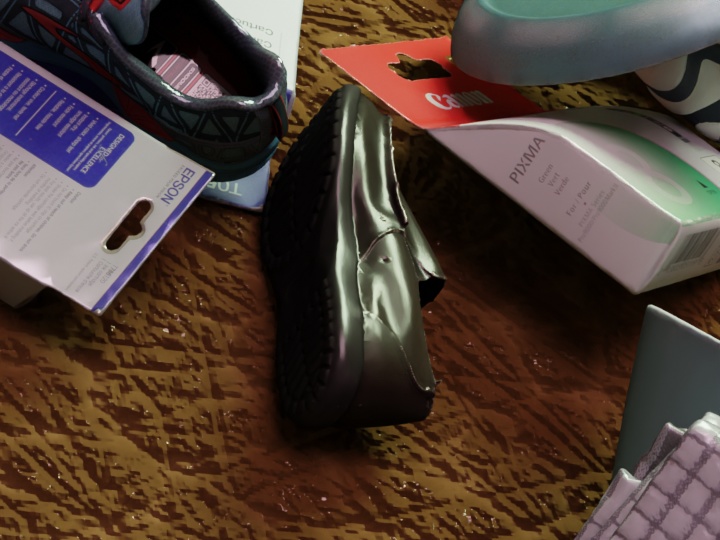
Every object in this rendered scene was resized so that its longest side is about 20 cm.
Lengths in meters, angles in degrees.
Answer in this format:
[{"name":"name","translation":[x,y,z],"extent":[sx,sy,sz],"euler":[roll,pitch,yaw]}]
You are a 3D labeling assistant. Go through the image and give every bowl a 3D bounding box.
[{"name":"bowl","translation":[0.184,0.108,1.251],"extent":[0.201,0.105,0.201],"euler":[31,1,-1]}]

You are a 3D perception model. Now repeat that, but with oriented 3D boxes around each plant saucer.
[{"name":"plant saucer","translation":[0.136,-0.149,1.449],"extent":[0.200,0.027,0.200],"euler":[-16,24,7]}]

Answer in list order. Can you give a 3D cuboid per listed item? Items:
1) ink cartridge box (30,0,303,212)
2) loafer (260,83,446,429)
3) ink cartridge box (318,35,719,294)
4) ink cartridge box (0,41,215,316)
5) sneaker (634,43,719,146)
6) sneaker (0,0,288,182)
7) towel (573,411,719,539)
[{"name":"ink cartridge box","translation":[-0.126,-0.131,1.442],"extent":[0.196,0.043,0.200],"euler":[15,40,-11]},{"name":"loafer","translation":[0.000,0.000,1.351],"extent":[0.071,0.073,0.200],"euler":[22,45,-23]},{"name":"ink cartridge box","translation":[0.097,-0.070,1.438],"extent":[0.200,0.050,0.161],"euler":[41,21,16]},{"name":"ink cartridge box","translation":[-0.175,-0.054,1.322],"extent":[0.200,0.039,0.099],"euler":[32,57,11]},{"name":"sneaker","translation":[0.235,-0.128,1.536],"extent":[0.130,0.079,0.199],"euler":[49,52,-21]},{"name":"sneaker","translation":[-0.111,-0.127,1.354],"extent":[0.200,0.096,0.079],"euler":[34,69,-4]},{"name":"towel","translation":[0.136,0.176,1.135],"extent":[0.165,0.200,0.086],"euler":[35,3,14]}]
